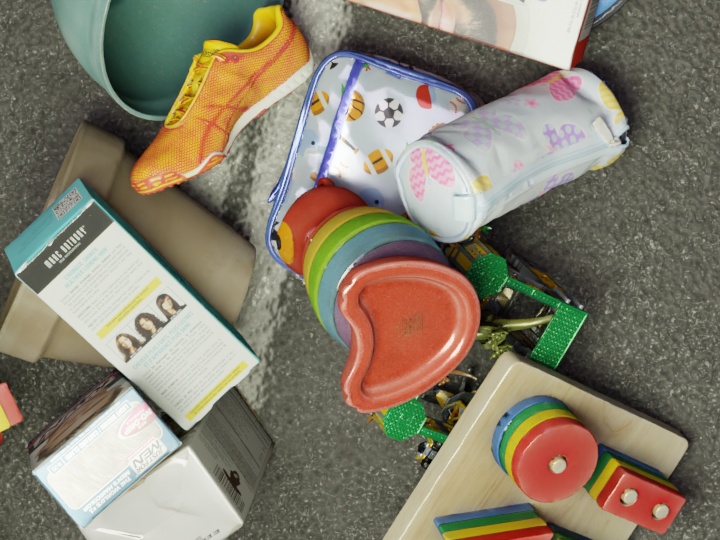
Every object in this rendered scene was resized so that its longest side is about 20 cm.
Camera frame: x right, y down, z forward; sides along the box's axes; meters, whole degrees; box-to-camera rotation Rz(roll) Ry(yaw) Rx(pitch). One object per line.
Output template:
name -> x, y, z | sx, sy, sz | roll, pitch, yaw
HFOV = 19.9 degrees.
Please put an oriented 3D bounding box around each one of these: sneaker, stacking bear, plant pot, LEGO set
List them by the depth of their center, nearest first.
stacking bear -> 0.000, 0.000, 1.563 | 0.113, 0.200, 0.122 | -13, 122, -19
sneaker -> -0.121, -0.135, 1.626 | 0.073, 0.200, 0.077 | -2, 130, 50
plant pot -> -0.171, -0.240, 1.642 | 0.134, 0.200, 0.201 | 35, 102, 31
LEGO set -> 0.078, 0.051, 1.652 | 0.153, 0.116, 0.201 | 14, 108, -29
plant pot -> -0.184, 0.001, 1.675 | 0.173, 0.200, 0.201 | 21, 100, -10

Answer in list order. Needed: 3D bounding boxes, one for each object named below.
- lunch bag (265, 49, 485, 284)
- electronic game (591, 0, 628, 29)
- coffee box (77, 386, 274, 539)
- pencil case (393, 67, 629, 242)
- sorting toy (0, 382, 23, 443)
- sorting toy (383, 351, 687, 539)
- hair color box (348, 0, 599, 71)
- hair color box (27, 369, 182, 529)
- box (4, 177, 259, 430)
lunch bag -> 0.008, -0.073, 1.680 | 0.159, 0.076, 0.201 | 20, 99, 8
electronic game -> 0.141, -0.283, 1.647 | 0.198, 0.042, 0.202 | 1, 97, 10
coffee box -> -0.146, 0.171, 1.667 | 0.114, 0.200, 0.080 | -34, 98, 11
pencil case -> 0.120, -0.089, 1.598 | 0.091, 0.199, 0.084 | 39, 136, 30
sorting toy -> -0.354, 0.080, 1.709 | 0.069, 0.199, 0.201 | -27, 95, -22
sorting toy -> 0.148, 0.195, 1.633 | 0.198, 0.070, 0.201 | 25, 103, -31
hair color box -> 0.090, -0.241, 1.615 | 0.199, 0.064, 0.112 | 18, 108, 12
hair color box -> -0.203, 0.135, 1.602 | 0.100, 0.200, 0.061 | -41, 98, -8
box -> -0.173, 0.028, 1.570 | 0.082, 0.049, 0.200 | -43, 120, 1
